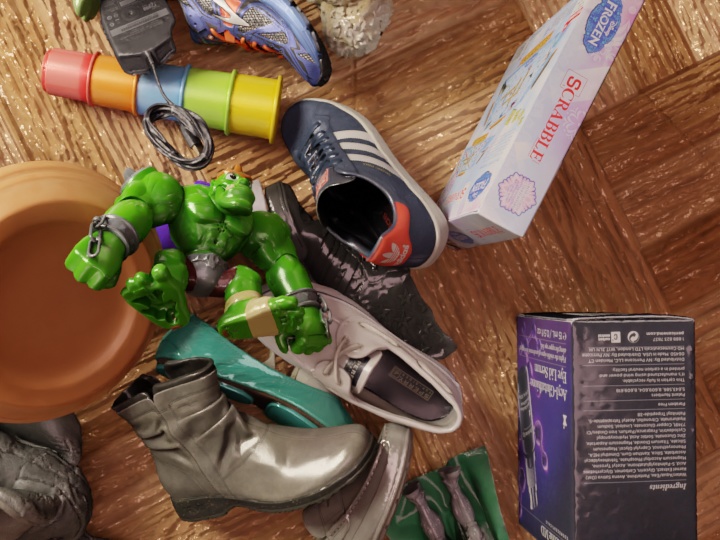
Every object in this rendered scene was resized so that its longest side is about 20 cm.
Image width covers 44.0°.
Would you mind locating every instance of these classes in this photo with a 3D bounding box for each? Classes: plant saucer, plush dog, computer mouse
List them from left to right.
[{"bbox_3d":[-0.229,0.021,0.654,0.200,0.037,0.201,-15,114,-38],"label":"plant saucer"},{"bbox_3d":[-0.162,-0.156,0.717,0.059,0.034,0.200,-22,65,-6],"label":"computer mouse"},{"bbox_3d":[-0.025,-0.298,0.726,0.160,0.172,0.200,20,87,-6],"label":"plush dog"}]

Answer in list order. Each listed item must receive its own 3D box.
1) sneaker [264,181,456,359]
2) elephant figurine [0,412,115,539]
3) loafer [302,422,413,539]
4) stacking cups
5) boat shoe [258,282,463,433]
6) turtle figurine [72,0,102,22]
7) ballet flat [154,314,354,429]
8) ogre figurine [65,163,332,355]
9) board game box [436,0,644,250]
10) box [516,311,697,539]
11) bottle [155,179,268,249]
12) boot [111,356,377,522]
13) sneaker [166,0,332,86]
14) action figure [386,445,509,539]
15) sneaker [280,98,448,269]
[{"bbox_3d":[0.000,0.000,0.778,0.104,0.060,0.200,-25,97,-4],"label":"sneaker"},{"bbox_3d":[-0.276,0.169,0.704,0.200,0.155,0.142,6,75,-5],"label":"elephant figurine"},{"bbox_3d":[-0.015,0.213,0.749,0.070,0.070,0.200,25,100,4],"label":"loafer"},{"bbox_3d":[-0.168,-0.152,0.759,0.200,0.061,0.061,8,87,-7],"label":"stacking cups"},{"bbox_3d":[-0.003,0.075,0.727,0.200,0.066,0.072,34,97,-10],"label":"boat shoe"},{"bbox_3d":[-0.312,-0.255,0.699,0.194,0.200,0.144,22,124,5],"label":"turtle figurine"},{"bbox_3d":[-0.075,0.093,0.764,0.200,0.067,0.071,27,69,-8],"label":"ballet flat"},{"bbox_3d":[-0.113,-0.012,0.660,0.200,0.098,0.120,5,50,-19],"label":"ogre figurine"},{"bbox_3d":[0.131,-0.116,0.726,0.041,0.200,0.200,29,86,-6],"label":"board game box"},{"bbox_3d":[0.202,0.136,0.752,0.104,0.148,0.200,0,88,-7],"label":"box"},{"bbox_3d":[-0.177,-0.033,0.752,0.200,0.065,0.084,-14,97,-7],"label":"bottle"},{"bbox_3d":[-0.098,0.126,0.709,0.200,0.068,0.131,-17,112,21],"label":"boot"},{"bbox_3d":[-0.106,-0.217,0.766,0.200,0.075,0.078,40,95,11],"label":"sneaker"},{"bbox_3d":[0.102,0.272,0.784,0.118,0.055,0.200,-26,92,-2],"label":"action figure"},{"bbox_3d":[-0.017,-0.077,0.726,0.200,0.084,0.075,45,123,30],"label":"sneaker"}]
